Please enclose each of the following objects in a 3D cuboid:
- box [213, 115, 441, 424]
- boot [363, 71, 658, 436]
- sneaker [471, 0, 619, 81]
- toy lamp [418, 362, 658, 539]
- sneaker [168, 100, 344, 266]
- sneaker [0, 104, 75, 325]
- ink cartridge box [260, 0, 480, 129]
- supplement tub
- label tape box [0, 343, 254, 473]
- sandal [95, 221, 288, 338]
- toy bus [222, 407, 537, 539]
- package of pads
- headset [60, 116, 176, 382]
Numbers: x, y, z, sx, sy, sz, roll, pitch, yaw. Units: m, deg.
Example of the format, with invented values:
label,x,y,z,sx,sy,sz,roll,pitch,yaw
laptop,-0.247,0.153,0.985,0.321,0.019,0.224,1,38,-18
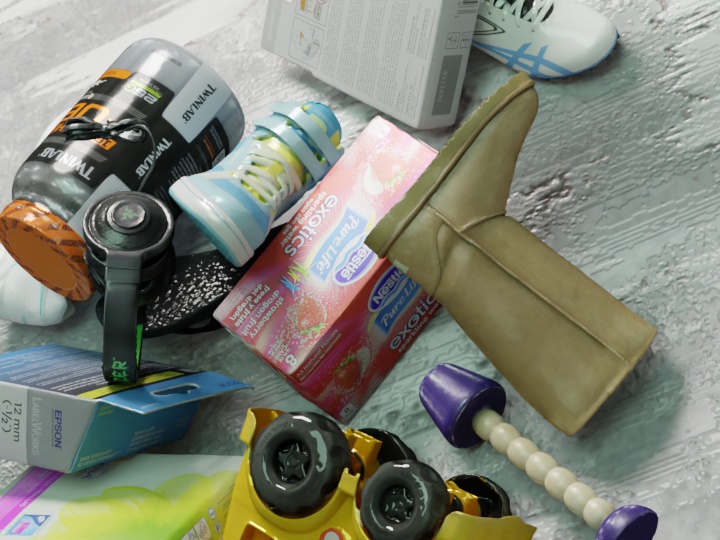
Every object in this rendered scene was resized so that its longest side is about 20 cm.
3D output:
label,x,y,z,sx,sy,sz,roll,pitch,yaw
box,0.000,0.000,1.466,0.095,0.100,0.200,35,83,36
boot,0.127,-0.013,1.378,0.200,0.066,0.175,41,93,3
sneaker,0.112,-0.206,1.538,0.200,0.072,0.072,27,77,33
toy lamp,0.118,0.132,1.365,0.058,0.058,0.200,-47,55,-3
sneaker,-0.070,-0.075,1.457,0.131,0.080,0.200,-42,9,3
sneaker,-0.247,-0.043,1.644,0.080,0.070,0.201,12,72,15
ink cartridge box,0.009,-0.221,1.564,0.200,0.050,0.161,32,120,41
supplement tub,-0.194,-0.080,1.568,0.122,0.123,0.200,19,59,33
label tape box,-0.202,0.107,1.480,0.200,0.143,0.066,10,101,30
sandal,-0.109,0.018,1.545,0.200,0.048,0.075,-17,42,3
toy bus,-0.006,0.207,1.350,0.200,0.136,0.192,21,88,31
package of pads,-0.184,0.192,1.434,0.200,0.068,0.155,-1,21,27
headset,-0.183,-0.018,1.443,0.094,0.124,0.200,5,72,-3
